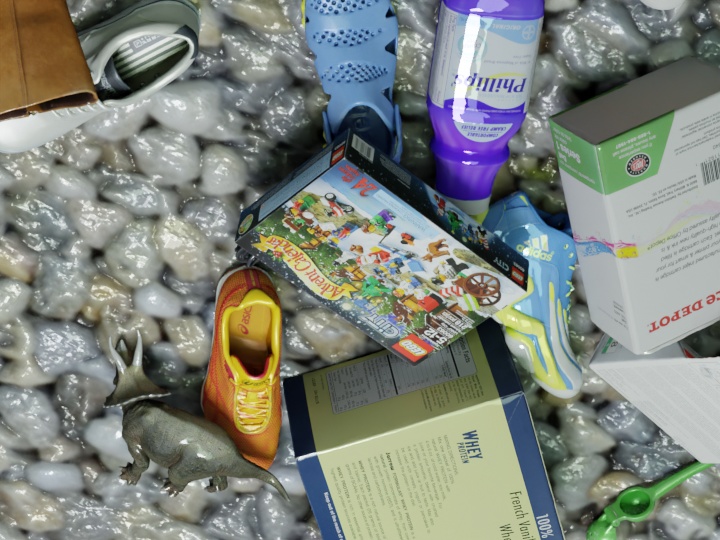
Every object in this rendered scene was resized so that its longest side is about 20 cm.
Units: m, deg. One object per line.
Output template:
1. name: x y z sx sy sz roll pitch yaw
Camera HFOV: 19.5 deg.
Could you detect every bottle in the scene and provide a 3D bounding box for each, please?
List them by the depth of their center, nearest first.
1. bottle: 0.095 -0.144 1.697 0.083 0.065 0.201 3 117 -11

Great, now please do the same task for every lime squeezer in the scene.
1. lime squeezer: 0.253 0.235 1.931 0.070 0.038 0.200 29 109 -21

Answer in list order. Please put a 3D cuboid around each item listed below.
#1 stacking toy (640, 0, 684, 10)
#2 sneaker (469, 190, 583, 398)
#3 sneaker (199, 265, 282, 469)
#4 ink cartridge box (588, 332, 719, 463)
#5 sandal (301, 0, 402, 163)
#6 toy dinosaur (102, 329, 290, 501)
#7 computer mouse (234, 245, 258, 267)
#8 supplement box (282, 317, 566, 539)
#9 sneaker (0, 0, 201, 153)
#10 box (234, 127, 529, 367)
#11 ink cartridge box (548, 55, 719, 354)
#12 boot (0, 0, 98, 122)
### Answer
1. stacking toy: 0.197 -0.266 1.633 0.146 0.146 0.200 -37 133 11
2. sneaker: 0.158 0.016 1.784 0.105 0.076 0.200 -33 116 9
3. sneaker: -0.100 0.095 1.790 0.073 0.077 0.201 -5 119 -7
4. ink cartridge box: 0.315 0.105 1.793 0.161 0.200 0.050 40 65 -23
5. sandal: -0.001 -0.149 1.672 0.079 0.087 0.201 -11 116 1
6. toy dinosaur: -0.152 0.149 1.780 0.200 0.077 0.102 36 150 8
7. computer mouse: 0.000 0.000 1.770 0.200 0.044 0.110 36 111 -24
8. supplement box: 0.059 0.179 1.820 0.199 0.134 0.201 -17 118 2
9. sneaker: -0.215 -0.151 1.648 0.200 0.071 0.073 -32 117 9
10. box: 0.018 -0.015 1.690 0.200 0.038 0.136 35 130 -24
11. ink cartridge box: 0.251 -0.053 1.735 0.144 0.084 0.201 -24 119 -17
12. boot: -0.303 -0.198 1.559 0.188 0.068 0.201 -8 78 -14
